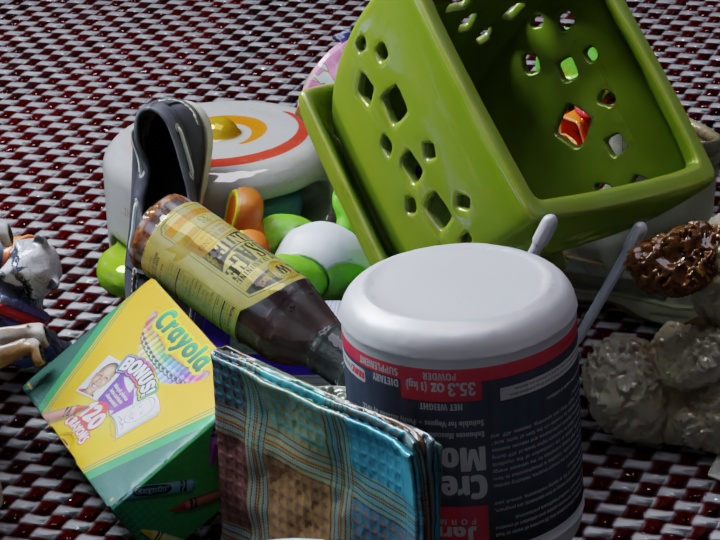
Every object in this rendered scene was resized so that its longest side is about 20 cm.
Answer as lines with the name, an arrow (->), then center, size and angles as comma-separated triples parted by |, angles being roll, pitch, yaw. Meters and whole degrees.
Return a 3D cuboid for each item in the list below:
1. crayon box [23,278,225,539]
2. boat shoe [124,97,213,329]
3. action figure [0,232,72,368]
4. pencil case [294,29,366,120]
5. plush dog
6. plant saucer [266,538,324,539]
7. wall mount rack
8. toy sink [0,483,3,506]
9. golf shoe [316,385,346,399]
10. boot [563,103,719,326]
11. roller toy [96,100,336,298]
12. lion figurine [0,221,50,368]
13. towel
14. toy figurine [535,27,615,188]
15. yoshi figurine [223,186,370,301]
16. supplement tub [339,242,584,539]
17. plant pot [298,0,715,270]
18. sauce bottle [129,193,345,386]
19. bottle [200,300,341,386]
crayon box -> -0.135, 0.094, 1.696 | 0.119, 0.058, 0.200 | -40, 31, -5
boat shoe -> -0.145, -0.025, 1.856 | 0.073, 0.200, 0.063 | 2, -1, 20
action figure -> -0.303, 0.005, 1.850 | 0.193, 0.105, 0.200 | -9, -22, 25
pencil case -> 0.048, -0.095, 1.921 | 0.200, 0.087, 0.083 | 39, 19, 12
plush dog -> 0.260, 0.030, 1.699 | 0.200, 0.172, 0.160 | -17, 27, -29
plant saucer -> -0.064, 0.224, 1.447 | 0.200, 0.027, 0.200 | -13, 30, 7
wall mount rack -> 0.094, 0.027, 1.677 | 0.174, 0.075, 0.200 | -22, -13, 33
toy sink -> -0.320, 0.071, 1.658 | 0.130, 0.200, 0.112 | 15, 33, 38
golf shoe -> 0.038, 0.112, 1.697 | 0.200, 0.078, 0.097 | 7, 9, 10
boot -> 0.188, -0.052, 1.916 | 0.200, 0.155, 0.072 | 17, 30, 42
roller toy -> -0.104, -0.052, 1.984 | 0.182, 0.140, 0.200 | -1, 23, 6
lion figurine -> -0.284, 0.028, 1.739 | 0.122, 0.200, 0.072 | -13, 25, 3
towel -> -0.023, 0.137, 1.532 | 0.022, 0.147, 0.200 | -18, 27, -36
toy figurine -> 0.137, -0.081, 2.049 | 0.184, 0.150, 0.200 | -30, 37, -24
yoshi figurine -> 0.004, -0.014, 1.862 | 0.200, 0.112, 0.112 | 12, -8, -15
supplement tub -> 0.062, 0.097, 1.543 | 0.140, 0.200, 0.140 | -3, 24, 2
plant pot -> 0.085, -0.090, 1.760 | 0.199, 0.200, 0.181 | -12, -19, -43
sauce bottle -> -0.067, 0.021, 1.758 | 0.200, 0.066, 0.066 | 33, 38, 21
bottle -> -0.012, 0.058, 1.810 | 0.200, 0.065, 0.084 | -1, 30, 5
